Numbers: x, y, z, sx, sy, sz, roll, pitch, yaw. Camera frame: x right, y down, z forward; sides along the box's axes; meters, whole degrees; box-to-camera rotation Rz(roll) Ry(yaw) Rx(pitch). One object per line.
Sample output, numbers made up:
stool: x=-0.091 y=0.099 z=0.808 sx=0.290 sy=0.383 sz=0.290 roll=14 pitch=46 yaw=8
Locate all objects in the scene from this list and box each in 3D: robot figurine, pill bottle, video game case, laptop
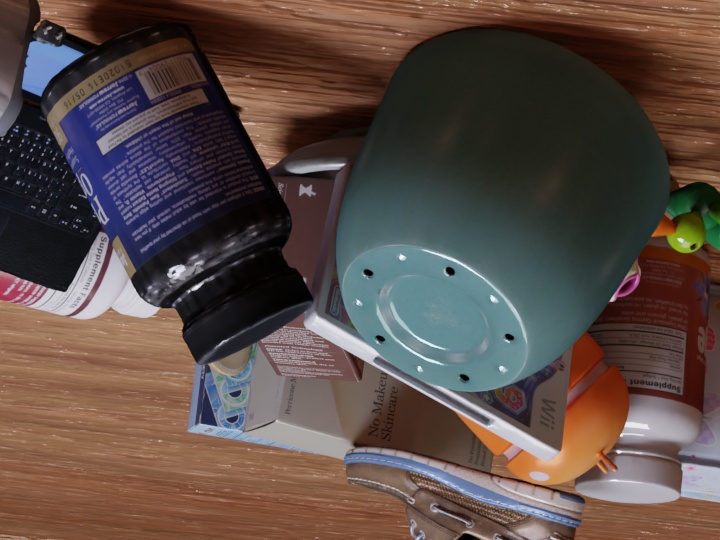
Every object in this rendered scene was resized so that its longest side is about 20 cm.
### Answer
robot figurine: x=0.121 y=0.078 z=1.548 sx=0.117 sy=0.200 sz=0.144 roll=-37 pitch=172 yaw=-47
pill bottle: x=-0.248 y=-0.026 z=1.614 sx=0.199 sy=0.114 sz=0.113 roll=16 pitch=161 yaw=-31
pill bottle: x=-0.112 y=-0.047 z=1.311 sx=0.111 sy=0.201 sz=0.112 roll=-28 pitch=173 yaw=-4
video game case: x=0.059 y=0.027 z=1.393 sx=0.199 sy=0.144 sz=0.018 roll=30 pitch=134 yaw=-19
laptop: x=-0.217 y=-0.072 z=1.464 sx=0.177 sy=0.201 sz=0.103 roll=22 pitch=-167 yaw=-39
pill bottle: x=0.220 y=0.079 z=1.646 sx=0.111 sy=0.201 sz=0.112 roll=6 pitch=164 yaw=2

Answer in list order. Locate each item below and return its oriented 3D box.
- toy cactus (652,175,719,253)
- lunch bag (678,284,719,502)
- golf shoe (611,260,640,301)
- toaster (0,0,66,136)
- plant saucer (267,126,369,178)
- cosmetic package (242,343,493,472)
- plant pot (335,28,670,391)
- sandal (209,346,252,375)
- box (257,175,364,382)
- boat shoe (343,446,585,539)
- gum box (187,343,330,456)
toy cactus: x=0.221 y=-0.056 z=1.433 sx=0.199 sy=0.103 sz=0.165 roll=12 pitch=-179 yaw=-27
lunch bag: x=0.336 y=0.108 z=1.756 sx=0.198 sy=0.171 sz=0.127 roll=10 pitch=160 yaw=-1
golf shoe: x=0.158 y=-0.011 z=1.494 sx=0.091 sy=0.075 sz=0.200 roll=41 pitch=-174 yaw=5
toaster: x=-0.290 y=-0.138 z=1.263 sx=0.199 sy=0.114 sz=0.129 roll=-8 pitch=156 yaw=44
plant saucer: x=0.021 y=-0.064 z=1.507 sx=0.199 sy=0.051 sz=0.200 roll=5 pitch=163 yaw=2
cosmetic package: x=0.012 y=0.104 z=1.690 sx=0.199 sy=0.104 sz=0.073 roll=16 pitch=162 yaw=-25
plant pot: x=0.076 y=-0.024 z=1.294 sx=0.199 sy=0.161 sz=0.201 roll=18 pitch=140 yaw=16
sandal: x=-0.096 y=0.005 z=1.610 sx=0.069 sy=0.078 sz=0.213 roll=3 pitch=132 yaw=25
box: x=-0.039 y=0.010 z=1.512 sx=0.074 sy=0.101 sz=0.200 roll=4 pitch=163 yaw=7
boat shoe: x=0.071 y=0.186 z=1.591 sx=0.199 sy=0.073 sz=0.072 roll=11 pitch=173 yaw=28
gum box: x=-0.038 y=0.068 z=1.753 sx=0.199 sy=0.171 sz=0.045 roll=11 pitch=163 yaw=-18
